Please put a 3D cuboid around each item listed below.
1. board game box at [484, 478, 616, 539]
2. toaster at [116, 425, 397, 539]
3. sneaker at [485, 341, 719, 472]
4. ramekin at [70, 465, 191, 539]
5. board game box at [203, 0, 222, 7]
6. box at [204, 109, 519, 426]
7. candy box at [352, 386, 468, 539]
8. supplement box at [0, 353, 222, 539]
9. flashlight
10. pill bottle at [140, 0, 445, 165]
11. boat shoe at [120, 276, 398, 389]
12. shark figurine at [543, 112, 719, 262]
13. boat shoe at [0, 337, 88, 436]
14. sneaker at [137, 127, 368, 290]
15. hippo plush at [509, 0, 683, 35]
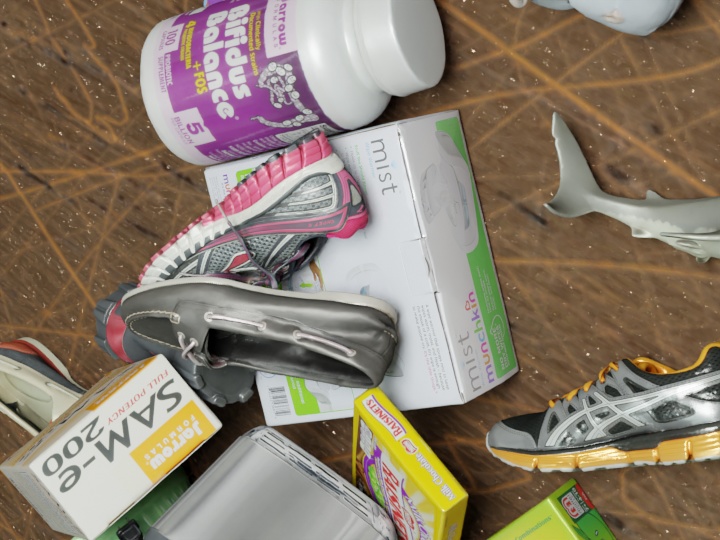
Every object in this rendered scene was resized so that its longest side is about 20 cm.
[{"bbox_3d":[0.168,0.263,1.080,0.102,0.048,0.200,-42,79,32],"label":"board game box"},{"bbox_3d":[-0.064,0.206,1.099,0.200,0.129,0.114,33,156,22],"label":"toaster"},{"bbox_3d":[0.178,0.097,1.027,0.200,0.078,0.077,-11,82,30],"label":"sneaker"},{"bbox_3d":[-0.190,0.258,1.218,0.098,0.200,0.200,46,121,7],"label":"ramekin"},{"bbox_3d":[-0.057,-0.233,1.107,0.158,0.039,0.200,21,111,26],"label":"board game box"},{"bbox_3d":[0.000,0.000,1.094,0.176,0.097,0.200,-11,95,33],"label":"box"},{"bbox_3d":[0.032,0.166,1.079,0.102,0.026,0.200,47,159,23],"label":"candy box"},{"bbox_3d":[-0.196,0.134,1.144,0.074,0.126,0.200,51,160,-7],"label":"supplement box"},{"bbox_3d":[-0.144,0.060,1.169,0.200,0.068,0.068,21,111,55],"label":"flashlight"},{"bbox_3d":[-0.046,-0.146,1.056,0.200,0.112,0.112,-12,95,28],"label":"pill bottle"},{"bbox_3d":[-0.074,0.045,1.021,0.200,0.067,0.057,2,60,13],"label":"boat shoe"},{"bbox_3d":[0.227,-0.049,0.969,0.214,0.128,0.090,16,84,46],"label":"shark figurine"},{"bbox_3d":[-0.257,0.129,1.304,0.200,0.063,0.071,37,116,20],"label":"boat shoe"},{"bbox_3d":[-0.080,-0.015,1.039,0.200,0.081,0.075,-35,93,38],"label":"sneaker"},{"bbox_3d":[0.139,-0.230,0.916,0.200,0.159,0.161,29,114,23],"label":"hippo plush"}]
